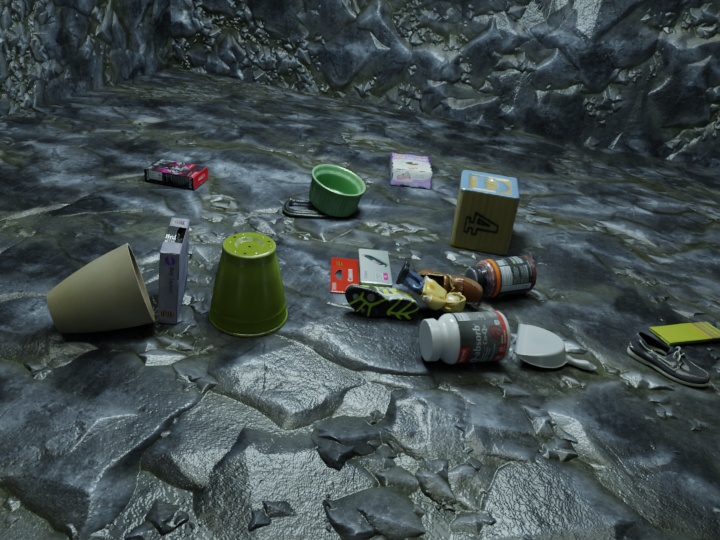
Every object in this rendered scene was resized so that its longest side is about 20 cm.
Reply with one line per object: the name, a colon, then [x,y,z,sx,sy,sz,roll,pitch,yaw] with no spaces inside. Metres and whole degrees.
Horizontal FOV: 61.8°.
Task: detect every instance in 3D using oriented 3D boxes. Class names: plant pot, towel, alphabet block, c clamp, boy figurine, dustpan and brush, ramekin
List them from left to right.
plant pot: [-0.594,0.061,1.366,0.195,0.191,0.188,-19,35,-16]
plant pot: [-0.271,0.022,1.464,0.194,0.198,0.202,5,28,-3]
c clamp: [-0.180,-0.226,2.107,0.194,0.028,0.172,0,35,-15]
ramekin: [-0.087,-0.275,2.096,0.195,0.099,0.202,15,34,-10]
boy figurine: [0.187,0.057,1.584,0.197,0.065,0.125,31,25,1]
alphabet block: [0.410,-0.195,1.995,0.191,0.205,0.196,11,29,8]
dustpan and brush: [0.478,0.203,1.468,0.194,0.059,0.140,8,30,17]
towel: [0.894,0.173,1.642,0.194,0.019,0.086,-3,25,-16]

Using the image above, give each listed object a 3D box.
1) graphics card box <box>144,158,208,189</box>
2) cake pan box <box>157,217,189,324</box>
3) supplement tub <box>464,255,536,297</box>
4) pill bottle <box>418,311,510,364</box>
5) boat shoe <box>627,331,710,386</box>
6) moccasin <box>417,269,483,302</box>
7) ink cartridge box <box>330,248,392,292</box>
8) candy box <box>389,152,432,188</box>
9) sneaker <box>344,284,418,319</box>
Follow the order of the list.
graphics card box: [-0.670,-0.352,2.191,0.194,0.052,0.126,10,29,8]
cake pan box: [-0.452,-0.005,1.464,0.051,0.205,0.186,5,30,-12]
supplement tub: [0.394,0.019,1.708,0.194,0.110,0.107,-5,31,-21]
pill bottle: [0.243,0.159,1.415,0.194,0.119,0.117,-2,30,-15]
boat shoe: [0.763,0.216,1.482,0.197,0.064,0.072,28,35,32]
moccasin: [0.241,0.042,1.654,0.198,0.076,0.077,23,18,27]
ink cartridge box: [0.000,0.000,1.721,0.168,0.045,0.202,6,29,-5]
candy box: [0.204,-0.411,2.468,0.162,0.073,0.201,6,28,-2]
sneaker: [0.052,0.078,1.575,0.194,0.077,0.077,15,20,-7]
